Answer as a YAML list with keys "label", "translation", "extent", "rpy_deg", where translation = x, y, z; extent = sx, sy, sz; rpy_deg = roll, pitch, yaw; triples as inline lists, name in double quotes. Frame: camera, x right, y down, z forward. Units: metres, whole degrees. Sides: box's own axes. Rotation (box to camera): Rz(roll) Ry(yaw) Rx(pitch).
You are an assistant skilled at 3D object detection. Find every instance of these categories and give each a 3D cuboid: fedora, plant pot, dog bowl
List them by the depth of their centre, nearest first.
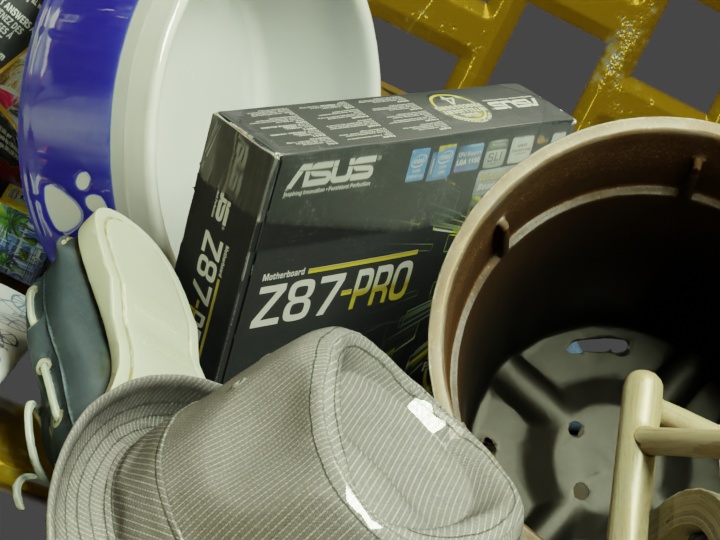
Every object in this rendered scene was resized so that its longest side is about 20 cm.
- label: "fedora"
  translation: [-0.008, 0.085, 0.655]
  extent: [0.177, 0.090, 0.200]
  rpy_deg: [46, 19, 6]
- label: "plant pot"
  translation: [0.123, 0.062, 0.867]
  extent: [0.199, 0.201, 0.198]
  rpy_deg: [28, -16, 8]
- label: "dog bowl"
  translation: [-0.072, -0.072, 0.928]
  extent: [0.078, 0.202, 0.199]
  rpy_deg: [8, -1, 30]

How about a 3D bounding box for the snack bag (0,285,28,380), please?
- label: "snack bag"
  translation: [-0.232, -0.002, 0.793]
  extent: [0.199, 0.022, 0.189]
  rpy_deg: [27, 11, -3]

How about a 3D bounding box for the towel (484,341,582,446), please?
- label: "towel"
  translation: [0.061, 0.054, 1.161]
  extent: [0.199, 0.049, 0.112]
  rpy_deg: [14, 41, -43]

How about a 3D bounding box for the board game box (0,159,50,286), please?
- label: "board game box"
  translation: [-0.242, -0.062, 0.989]
  extent: [0.198, 0.062, 0.200]
  rpy_deg: [24, 13, -7]

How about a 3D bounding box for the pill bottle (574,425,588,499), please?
- label: "pill bottle"
  translation: [0.189, 0.113, 1.092]
  extent: [0.112, 0.113, 0.199]
  rpy_deg: [32, 11, 27]

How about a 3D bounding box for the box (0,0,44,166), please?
- label: "box"
  translation: [-0.226, -0.163, 0.936]
  extent: [0.199, 0.115, 0.132]
  rpy_deg: [32, -7, 34]

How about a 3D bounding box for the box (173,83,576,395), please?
- label: "box"
  translation: [0.000, 0.000, 0.889]
  extent: [0.199, 0.163, 0.049]
  rpy_deg: [-10, 34, -45]

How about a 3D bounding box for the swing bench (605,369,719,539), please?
- label: "swing bench"
  translation: [0.173, 0.161, 0.665]
  extent: [0.198, 0.202, 0.129]
  rpy_deg: [24, -13, -22]

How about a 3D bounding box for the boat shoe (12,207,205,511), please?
- label: "boat shoe"
  translation: [-0.097, 0.059, 0.752]
  extent: [0.075, 0.062, 0.201]
  rpy_deg: [32, 26, -42]
